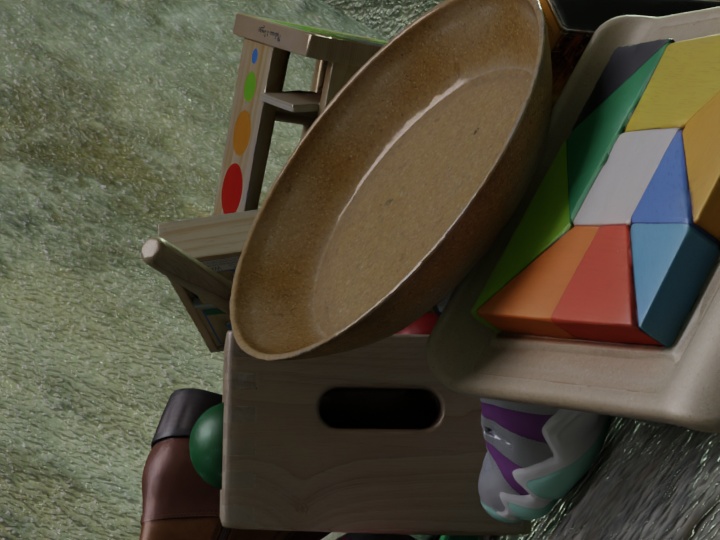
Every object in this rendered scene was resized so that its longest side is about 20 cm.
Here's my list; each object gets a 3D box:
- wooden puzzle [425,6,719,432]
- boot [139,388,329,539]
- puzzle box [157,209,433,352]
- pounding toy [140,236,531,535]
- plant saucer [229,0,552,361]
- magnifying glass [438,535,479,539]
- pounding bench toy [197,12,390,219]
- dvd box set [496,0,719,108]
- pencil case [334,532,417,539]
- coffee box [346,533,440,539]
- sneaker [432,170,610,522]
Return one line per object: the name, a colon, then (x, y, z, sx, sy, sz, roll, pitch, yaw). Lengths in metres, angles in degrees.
wooden puzzle: (0.113, -0.031, 0.807, 0.185, 0.037, 0.200, -61, 26, -12)
boot: (-0.048, 0.183, 1.203, 0.068, 0.188, 0.200, 133, 153, -57)
puzzle box: (0.000, 0.000, 1.146, 0.133, 0.200, 0.025, 68, -164, -65)
pounding toy: (-0.016, 0.066, 1.110, 0.184, 0.200, 0.142, 128, 144, -83)
plant saucer: (0.020, -0.036, 0.921, 0.200, 0.035, 0.200, -41, 27, 26)
magnifying glass: (0.054, 0.168, 1.234, 0.200, 0.022, 0.080, -59, 0, -23)
pounding bench toy: (0.003, -0.053, 1.215, 0.200, 0.124, 0.156, 26, 107, 63)
dvd box set: (0.115, -0.054, 1.016, 0.200, 0.146, 0.029, 120, 143, -46)
pencil case: (0.009, 0.183, 1.091, 0.091, 0.083, 0.200, -35, -1, -2)
coffee box: (-0.014, 0.237, 1.353, 0.200, 0.044, 0.123, -60, -13, 15)
sneaker: (0.065, 0.025, 0.973, 0.200, 0.140, 0.078, -59, 0, 41)
